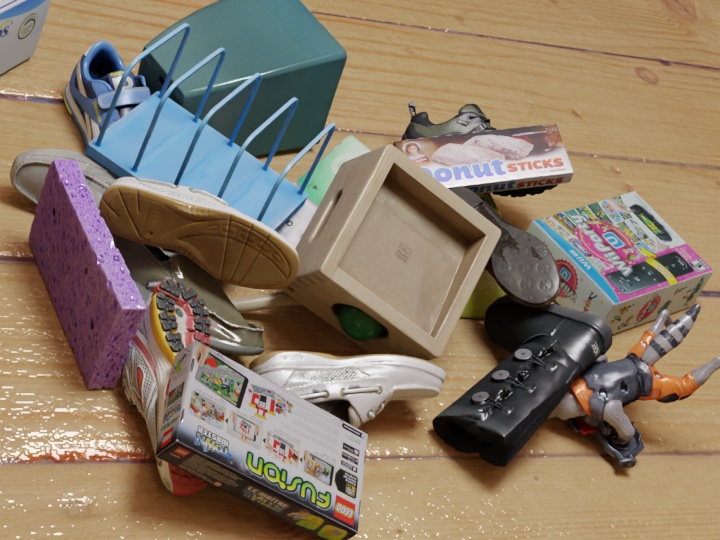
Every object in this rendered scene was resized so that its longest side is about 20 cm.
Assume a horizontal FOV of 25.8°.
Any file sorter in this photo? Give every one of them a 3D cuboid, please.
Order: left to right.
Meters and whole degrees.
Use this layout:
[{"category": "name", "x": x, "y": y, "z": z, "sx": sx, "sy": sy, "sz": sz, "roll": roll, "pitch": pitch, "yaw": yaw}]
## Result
[{"category": "file sorter", "x": -0.146, "y": -0.136, "z": 1.589, "sx": 0.199, "sy": 0.123, "sz": 0.139, "roll": 34, "pitch": 38, "yaw": 6}]

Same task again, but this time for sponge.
[{"category": "sponge", "x": -0.260, "y": 0.001, "z": 1.473, "sx": 0.030, "sy": 0.112, "sz": 0.201, "roll": -4, "pitch": 47, "yaw": -32}]

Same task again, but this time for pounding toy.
[{"category": "pounding toy", "x": 0.000, "y": 0.000, "z": 1.593, "sx": 0.184, "sy": 0.142, "sz": 0.201, "roll": 36, "pitch": 67, "yaw": -19}]

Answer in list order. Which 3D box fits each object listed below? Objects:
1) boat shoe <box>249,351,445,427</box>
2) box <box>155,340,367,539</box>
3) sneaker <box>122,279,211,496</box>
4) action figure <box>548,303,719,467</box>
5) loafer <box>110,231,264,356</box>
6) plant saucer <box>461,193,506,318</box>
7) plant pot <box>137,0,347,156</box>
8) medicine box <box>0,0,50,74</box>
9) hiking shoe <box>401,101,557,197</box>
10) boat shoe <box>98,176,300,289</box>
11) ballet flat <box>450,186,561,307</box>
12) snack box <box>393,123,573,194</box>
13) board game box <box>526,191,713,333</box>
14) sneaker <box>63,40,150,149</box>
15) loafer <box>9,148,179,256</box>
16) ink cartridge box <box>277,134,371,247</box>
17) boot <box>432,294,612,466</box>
[{"category": "boat shoe", "x": -0.011, "y": 0.121, "z": 1.517, "sx": 0.199, "sy": 0.071, "sz": 0.070, "roll": 2, "pitch": 68, "yaw": -21}, {"category": "box", "x": -0.084, "y": 0.155, "z": 1.401, "sx": 0.199, "sy": 0.035, "sz": 0.111, "roll": 32, "pitch": 44, "yaw": -26}, {"category": "sneaker", "x": -0.171, "y": 0.113, "z": 1.437, "sx": 0.078, "sy": 0.082, "sz": 0.201, "roll": 17, "pitch": 51, "yaw": -39}, {"category": "action figure", "x": 0.269, "y": 0.097, "z": 1.677, "sx": 0.193, "sy": 0.105, "sz": 0.200, "roll": -26, "pitch": 53, "yaw": -17}, {"category": "loafer", "x": -0.172, "y": 0.016, "z": 1.525, "sx": 0.199, "sy": 0.070, "sz": 0.075, "roll": 31, "pitch": 2, "yaw": 6}, {"category": "plant saucer", "x": 0.101, "y": -0.034, "z": 1.786, "sx": 0.199, "sy": 0.048, "sz": 0.200, "roll": 4, "pitch": 43, "yaw": -27}, {"category": "plant pot", "x": -0.148, "y": -0.215, "z": 1.777, "sx": 0.199, "sy": 0.142, "sz": 0.142, "roll": -19, "pitch": 56, "yaw": -35}, {"category": "medicine box", "x": -0.470, "y": -0.292, "z": 1.695, "sx": 0.199, "sy": 0.103, "sz": 0.182, "roll": 34, "pitch": 38, "yaw": 8}, {"category": "hiking shoe", "x": 0.144, "y": -0.148, "z": 1.858, "sx": 0.199, "sy": 0.076, "sz": 0.101, "roll": 10, "pitch": 82, "yaw": 5}, {"category": "boat shoe", "x": -0.149, "y": -0.046, "z": 1.511, "sx": 0.199, "sy": 0.071, "sz": 0.069, "roll": 23, "pitch": 24, "yaw": -9}, {"category": "ballet flat", "x": 0.151, "y": -0.021, "z": 1.702, "sx": 0.067, "sy": 0.046, "sz": 0.200, "roll": -36, "pitch": 49, "yaw": -10}, {"category": "snack box", "x": 0.139, "y": -0.124, "z": 1.797, "sx": 0.199, "sy": 0.024, "sz": 0.072, "roll": -7, "pitch": 60, "yaw": -13}, {"category": "board game box", "x": 0.302, "y": -0.008, "z": 1.866, "sx": 0.199, "sy": 0.064, "sz": 0.148, "roll": -16, "pitch": 55, "yaw": -41}, {"category": "sneaker", "x": -0.259, "y": -0.164, "z": 1.691, "sx": 0.074, "sy": 0.082, "sz": 0.200, "roll": -8, "pitch": 52, "yaw": -39}, {"category": "loafer", "x": -0.258, "y": -0.065, "z": 1.586, "sx": 0.199, "sy": 0.070, "sz": 0.070, "roll": 19, "pitch": 27, "yaw": -12}, {"category": "ink cartridge box", "x": 0.005, "y": -0.030, "z": 1.677, "sx": 0.200, "sy": 0.050, "sz": 0.161, "roll": 39, "pitch": 64, "yaw": 18}, {"category": "boot", "x": 0.143, "y": 0.111, "z": 1.624, "sx": 0.164, "sy": 0.066, "sz": 0.200, "roll": 5, "pitch": 40, "yaw": 47}]
